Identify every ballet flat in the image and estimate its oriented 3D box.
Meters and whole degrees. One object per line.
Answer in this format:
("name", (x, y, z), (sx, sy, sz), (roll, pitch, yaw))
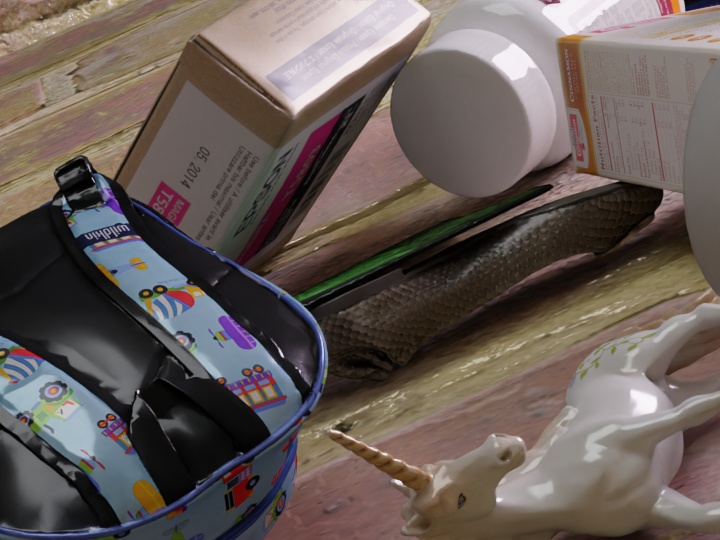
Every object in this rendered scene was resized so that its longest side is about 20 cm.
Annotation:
("ballet flat", (0.064, 0.004, 1.016), (0.200, 0.046, 0.067), (-23, -1, -22))

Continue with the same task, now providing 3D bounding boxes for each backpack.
("backpack", (-0.108, 0.066, 0.861), (0.183, 0.135, 0.200), (-33, 42, -30))

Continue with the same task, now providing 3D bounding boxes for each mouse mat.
("mouse mat", (0.000, 0.000, 1.082), (0.161, 0.008, 0.200), (-26, 1, -17))

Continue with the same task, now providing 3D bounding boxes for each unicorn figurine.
("unicorn figurine", (0.095, 0.057, 0.751), (0.137, 0.074, 0.200), (-17, 0, 21))

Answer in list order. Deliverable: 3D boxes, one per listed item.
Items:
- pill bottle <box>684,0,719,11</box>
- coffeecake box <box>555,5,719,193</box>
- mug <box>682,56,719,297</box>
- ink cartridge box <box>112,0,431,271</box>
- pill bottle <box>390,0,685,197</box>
("pill bottle", (0.240, -0.224, 1.393), (0.200, 0.112, 0.112), (-17, 16, 19))
("coffeecake box", (0.204, -0.084, 0.984), (0.153, 0.073, 0.200), (-13, 12, -18))
("mug", (0.215, -0.034, 0.693), (0.175, 0.148, 0.200), (2, 11, 36))
("ink cartridge box", (-0.065, -0.068, 1.190), (0.165, 0.075, 0.200), (-44, -9, -50))
("pill bottle", (0.105, -0.124, 1.248), (0.109, 0.110, 0.200), (-10, 19, 39))
